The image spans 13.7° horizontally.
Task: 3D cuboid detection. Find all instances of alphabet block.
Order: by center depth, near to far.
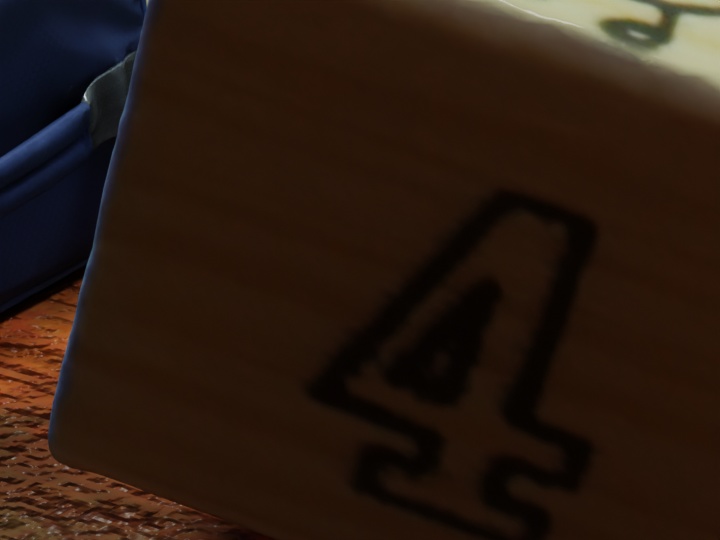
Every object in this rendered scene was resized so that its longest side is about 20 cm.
[{"bbox_3d":[0.045,-0.035,0.857,0.199,0.197,0.196,19,38,3],"label":"alphabet block"}]

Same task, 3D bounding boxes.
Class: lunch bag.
[{"bbox_3d":[-0.171,-0.055,1.148,0.132,0.136,0.200,9,27,34],"label":"lunch bag"}]

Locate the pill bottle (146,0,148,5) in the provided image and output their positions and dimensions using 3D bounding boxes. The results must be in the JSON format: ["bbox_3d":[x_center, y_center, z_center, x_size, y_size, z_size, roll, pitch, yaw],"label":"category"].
[{"bbox_3d":[-0.030,-0.092,1.210,0.112,0.113,0.200,-11,37,-14],"label":"pill bottle"}]
